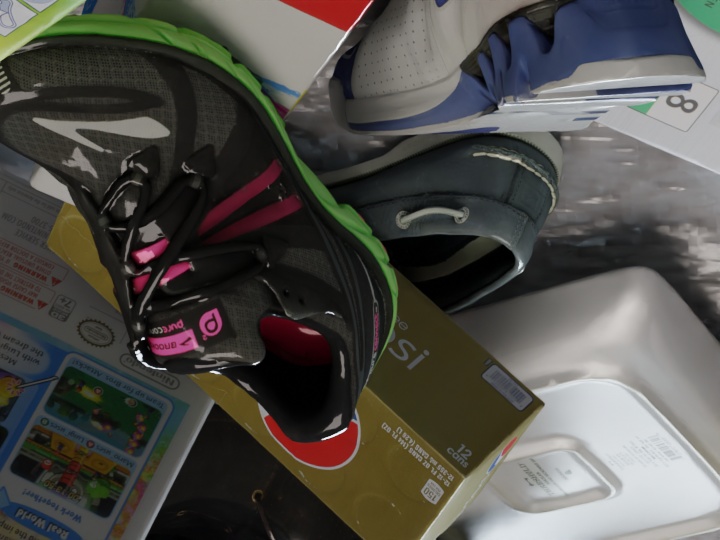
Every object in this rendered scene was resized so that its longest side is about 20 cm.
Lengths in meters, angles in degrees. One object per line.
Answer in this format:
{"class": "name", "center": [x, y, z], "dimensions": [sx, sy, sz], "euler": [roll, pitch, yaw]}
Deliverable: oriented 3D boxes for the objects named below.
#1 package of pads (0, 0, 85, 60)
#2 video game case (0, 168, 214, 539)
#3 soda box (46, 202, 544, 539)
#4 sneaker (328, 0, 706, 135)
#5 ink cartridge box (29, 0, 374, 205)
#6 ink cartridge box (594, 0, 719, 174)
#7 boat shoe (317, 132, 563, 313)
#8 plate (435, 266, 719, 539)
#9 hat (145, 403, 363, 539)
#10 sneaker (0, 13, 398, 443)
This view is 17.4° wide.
{"class": "package of pads", "center": [-0.104, -0.142, 0.734], "dimensions": [0.154, 0.201, 0.068], "euler": [-28, 118, 38]}
{"class": "video game case", "center": [-0.162, 0.038, 0.943], "dimensions": [0.199, 0.183, 0.024], "euler": [26, 143, 1]}
{"class": "soda box", "center": [-0.028, 0.020, 0.937], "dimensions": [0.200, 0.064, 0.068], "euler": [42, 134, 11]}
{"class": "sneaker", "center": [0.056, -0.109, 0.828], "dimensions": [0.080, 0.116, 0.199], "euler": [-2, 177, -23]}
{"class": "ink cartridge box", "center": [-0.039, -0.112, 0.816], "dimensions": [0.067, 0.117, 0.200], "euler": [24, 138, -16]}
{"class": "ink cartridge box", "center": [0.201, -0.081, 0.849], "dimensions": [0.199, 0.050, 0.161], "euler": [23, 139, -10]}
{"class": "boat shoe", "center": [0.000, 0.000, 0.978], "dimensions": [0.199, 0.062, 0.073], "euler": [-27, 130, 38]}
{"class": "plate", "center": [0.085, 0.082, 1.055], "dimensions": [0.199, 0.032, 0.200], "euler": [-16, 140, 28]}
{"class": "hat", "center": [-0.083, 0.148, 1.039], "dimensions": [0.081, 0.201, 0.201], "euler": [6, 149, 51]}
{"class": "sneaker", "center": [-0.054, -0.012, 0.780], "dimensions": [0.076, 0.084, 0.200], "euler": [-23, 132, 32]}
